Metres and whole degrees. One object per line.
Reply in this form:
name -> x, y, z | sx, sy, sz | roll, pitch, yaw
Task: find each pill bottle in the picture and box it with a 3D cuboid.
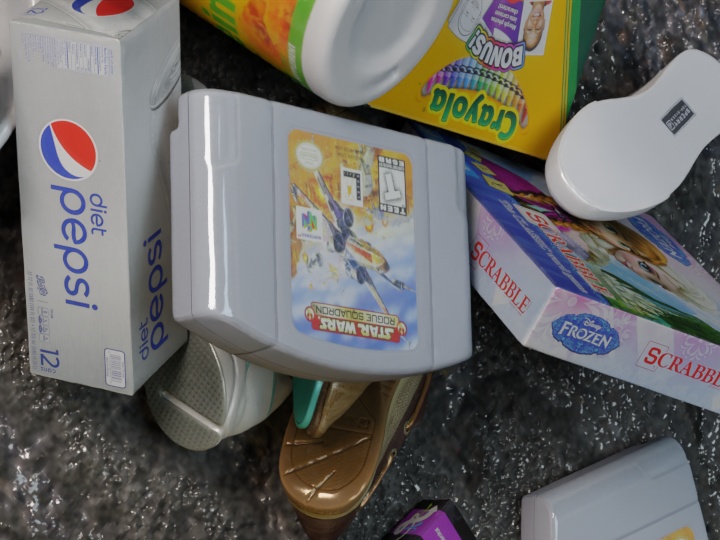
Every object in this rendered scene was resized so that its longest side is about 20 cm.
pill bottle -> -0.055, -0.179, 1.428 | 0.111, 0.200, 0.111 | -39, 149, -29

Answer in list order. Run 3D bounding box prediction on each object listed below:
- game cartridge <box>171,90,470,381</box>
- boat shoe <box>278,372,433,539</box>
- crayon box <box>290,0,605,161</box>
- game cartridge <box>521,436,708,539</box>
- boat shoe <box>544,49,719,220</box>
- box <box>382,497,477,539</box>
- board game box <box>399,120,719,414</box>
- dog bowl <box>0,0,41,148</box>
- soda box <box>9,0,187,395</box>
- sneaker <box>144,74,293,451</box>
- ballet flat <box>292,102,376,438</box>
game cartridge -> -0.015, -0.011, 1.417 | 0.199, 0.041, 0.134 | 10, 70, -46
boat shoe -> 0.006, 0.063, 1.555 | 0.072, 0.072, 0.201 | 83, 22, -57
crayon box -> 0.055, -0.139, 1.545 | 0.200, 0.058, 0.119 | 12, 98, -54
game cartridge -> 0.165, 0.217, 1.676 | 0.133, 0.041, 0.201 | -22, 101, -39
boat shoe -> 0.156, -0.071, 1.641 | 0.072, 0.068, 0.200 | 50, 39, -1
box -> 0.017, 0.248, 1.566 | 0.200, 0.036, 0.143 | -43, 111, -31
board game box -> 0.133, 0.003, 1.568 | 0.199, 0.200, 0.041 | 19, 110, -35
dog bowl -> -0.261, -0.127, 1.353 | 0.199, 0.079, 0.201 | 2, 86, -37
soda box -> -0.131, -0.042, 1.396 | 0.068, 0.063, 0.201 | -46, 142, -56
sneaker -> -0.084, -0.008, 1.493 | 0.080, 0.070, 0.201 | -14, 99, -52
ballet flat -> 0.000, 0.000, 1.518 | 0.072, 0.068, 0.201 | 9, 59, -20
